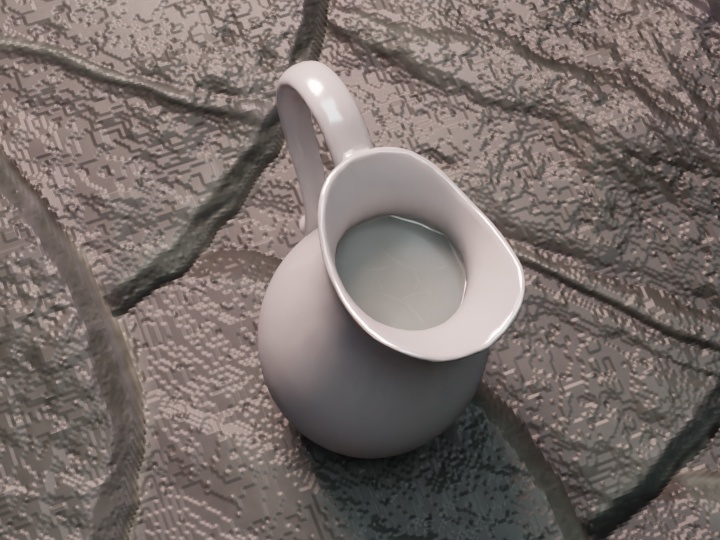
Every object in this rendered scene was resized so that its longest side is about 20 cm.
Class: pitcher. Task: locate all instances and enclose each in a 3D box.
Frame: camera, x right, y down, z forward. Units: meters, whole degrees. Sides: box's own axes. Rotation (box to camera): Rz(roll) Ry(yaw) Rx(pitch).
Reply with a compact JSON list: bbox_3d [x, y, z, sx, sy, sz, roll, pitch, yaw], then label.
[{"bbox_3d":[0.000,0.000,0.860,0.120,0.200,0.172,-23,74,-15],"label":"pitcher"}]
